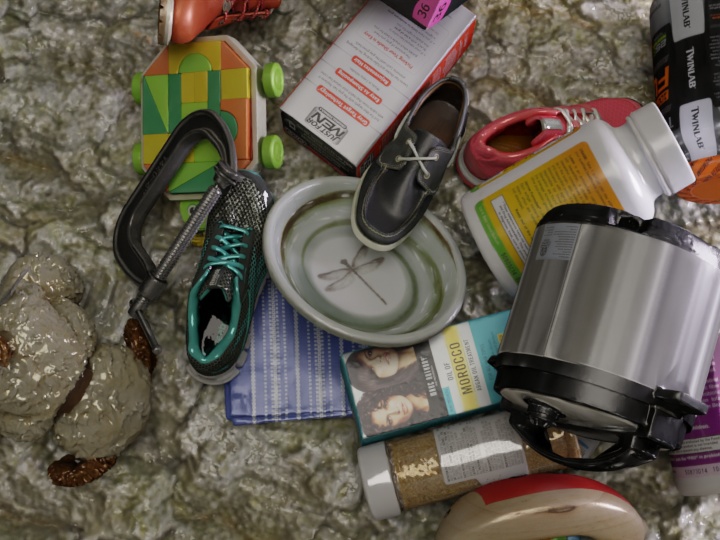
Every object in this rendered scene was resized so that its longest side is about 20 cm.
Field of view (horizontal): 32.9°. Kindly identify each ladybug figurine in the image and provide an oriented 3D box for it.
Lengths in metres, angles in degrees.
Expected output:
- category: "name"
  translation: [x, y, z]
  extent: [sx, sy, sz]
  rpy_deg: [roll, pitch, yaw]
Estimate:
- category: "ladybug figurine"
  translation: [0.157, 0.230, 1.081]
  extent: [0.197, 0.137, 0.072]
  rpy_deg: [-2, 44, -11]

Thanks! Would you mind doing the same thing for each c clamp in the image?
- category: "c clamp"
  translation: [-0.167, -0.046, 1.122]
  extent: [0.171, 0.027, 0.202]
  rpy_deg: [39, 101, 48]

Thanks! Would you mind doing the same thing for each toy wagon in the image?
- category: "toy wagon"
  translation: [-0.150, -0.123, 1.180]
  extent: [0.153, 0.039, 0.203]
  rpy_deg: [-1, 88, 20]

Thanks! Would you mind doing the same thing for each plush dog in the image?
- category: "plush dog"
  translation: [-0.268, 0.098, 1.108]
  extent: [0.171, 0.160, 0.202]
  rpy_deg: [30, 77, -20]

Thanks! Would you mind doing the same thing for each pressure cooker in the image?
- category: "pressure cooker"
  translation: [0.200, 0.065, 1.007]
  extent: [0.176, 0.176, 0.203]
  rpy_deg: [17, 78, 8]

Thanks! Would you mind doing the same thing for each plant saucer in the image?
- category: "plant saucer"
  translation: [0.000, 0.000, 1.138]
  extent: [0.197, 0.051, 0.202]
  rpy_deg: [11, 47, -12]

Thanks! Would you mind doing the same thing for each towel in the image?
- category: "towel"
  translation: [-0.034, 0.072, 1.170]
  extent: [0.197, 0.024, 0.147]
  rpy_deg: [-3, 73, -3]

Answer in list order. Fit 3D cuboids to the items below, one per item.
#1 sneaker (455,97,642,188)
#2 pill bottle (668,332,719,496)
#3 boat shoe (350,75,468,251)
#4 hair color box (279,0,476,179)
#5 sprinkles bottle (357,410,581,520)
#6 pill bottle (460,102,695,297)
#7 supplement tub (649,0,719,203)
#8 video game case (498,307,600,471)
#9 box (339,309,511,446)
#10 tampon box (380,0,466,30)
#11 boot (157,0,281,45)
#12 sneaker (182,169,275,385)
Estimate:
- category: "sneaker"
  translation: [0.193, -0.127, 1.187]
  extent: [0.197, 0.087, 0.075]
  rpy_deg: [-16, 77, -5]
- category: "pill bottle"
  translation: [0.324, 0.096, 1.109]
  extent: [0.110, 0.112, 0.203]
  rpy_deg: [-9, 82, -3]
- category: "boat shoe"
  translation: [0.049, -0.105, 1.161]
  extent: [0.071, 0.068, 0.201]
  rpy_deg: [29, 58, 3]
- category: "hair color box"
  translation: [0.018, -0.197, 1.217]
  extent: [0.101, 0.061, 0.201]
  rpy_deg: [37, 77, 9]
- category: "sprinkles bottle"
  translation: [0.098, 0.170, 1.109]
  extent: [0.197, 0.068, 0.069]
  rpy_deg: [-15, 76, 2]
- category: "pill bottle"
  translation: [0.202, -0.069, 1.129]
  extent: [0.198, 0.111, 0.112]
  rpy_deg: [-30, 76, 14]
- category: "supplement tub"
  translation: [0.347, -0.175, 1.183]
  extent: [0.120, 0.123, 0.203]
  rpy_deg: [0, 75, -1]
- category: "video game case"
  translation: [0.210, 0.069, 1.173]
  extent: [0.142, 0.018, 0.201]
  rpy_deg: [37, 78, 9]
- category: "box"
  translation: [0.085, 0.095, 1.127]
  extent: [0.197, 0.049, 0.083]
  rpy_deg: [-15, 76, -6]
- category: "tampon box"
  translation: [0.083, -0.351, 1.168]
  extent: [0.125, 0.151, 0.200]
  rpy_deg: [34, 38, 8]
- category: "boot"
  translation: [-0.134, -0.271, 1.184]
  extent: [0.106, 0.076, 0.201]
  rpy_deg: [16, 37, 3]
- category: "sneaker"
  translation: [-0.119, 0.005, 1.113]
  extent: [0.076, 0.091, 0.203]
  rpy_deg: [8, 85, 1]
